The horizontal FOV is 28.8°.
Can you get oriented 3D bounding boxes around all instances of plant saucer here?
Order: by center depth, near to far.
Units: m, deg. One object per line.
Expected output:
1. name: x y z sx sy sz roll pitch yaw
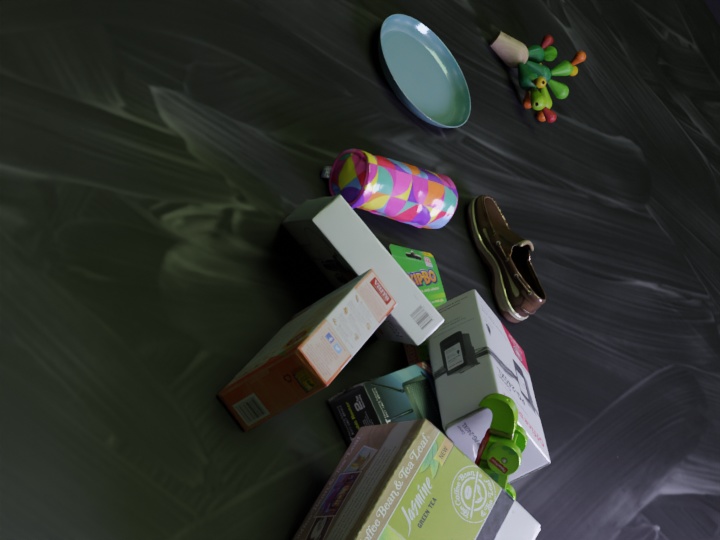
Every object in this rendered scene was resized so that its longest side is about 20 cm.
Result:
1. plant saucer: 0.093 -0.301 2.155 0.200 0.027 0.200 30 44 -34

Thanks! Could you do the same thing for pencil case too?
1. pencil case: 0.042 -0.108 1.901 0.200 0.088 0.088 11 56 -44

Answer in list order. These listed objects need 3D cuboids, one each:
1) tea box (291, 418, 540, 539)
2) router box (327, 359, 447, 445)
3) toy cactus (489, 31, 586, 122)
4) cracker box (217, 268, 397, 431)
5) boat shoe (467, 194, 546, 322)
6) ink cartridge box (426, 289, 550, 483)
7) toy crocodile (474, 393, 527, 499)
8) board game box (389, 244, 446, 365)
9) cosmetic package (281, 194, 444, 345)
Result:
1. tea box: 0.051 0.298 1.503 0.197 0.134 0.200 43 61 -19
2. router box: 0.064 0.218 1.692 0.150 0.062 0.200 -15 76 -53
3. toy cactus: 0.297 -0.350 2.400 0.165 0.102 0.200 36 48 -14
4. cracker box: -0.056 0.088 1.582 0.058 0.134 0.200 53 36 -8
5. boat shoe: 0.223 -0.028 2.063 0.075 0.075 0.202 3 62 -50
6. ink cartridge box: 0.156 0.148 1.749 0.145 0.083 0.200 50 20 -37
7. toy crocodile: 0.153 0.239 1.630 0.062 0.200 0.068 12 22 11
8. board game box: 0.085 0.063 1.868 0.096 0.030 0.200 12 58 -47
9. cosmetic package: 0.000 0.000 1.712 0.052 0.151 0.200 -42 101 -11
